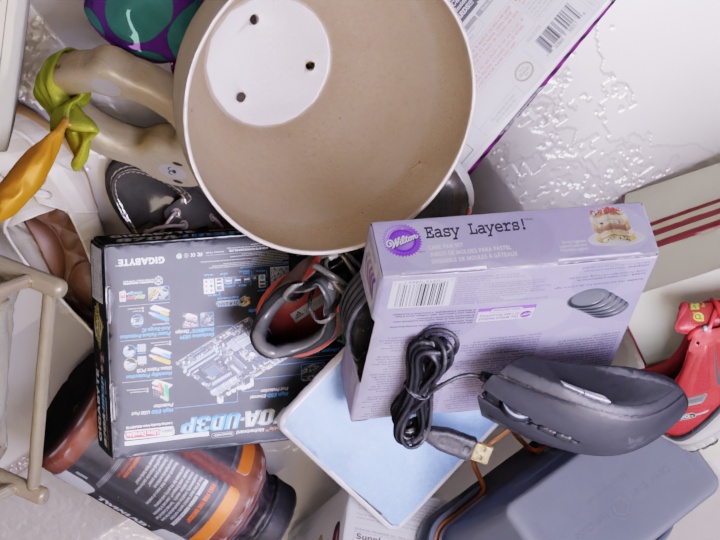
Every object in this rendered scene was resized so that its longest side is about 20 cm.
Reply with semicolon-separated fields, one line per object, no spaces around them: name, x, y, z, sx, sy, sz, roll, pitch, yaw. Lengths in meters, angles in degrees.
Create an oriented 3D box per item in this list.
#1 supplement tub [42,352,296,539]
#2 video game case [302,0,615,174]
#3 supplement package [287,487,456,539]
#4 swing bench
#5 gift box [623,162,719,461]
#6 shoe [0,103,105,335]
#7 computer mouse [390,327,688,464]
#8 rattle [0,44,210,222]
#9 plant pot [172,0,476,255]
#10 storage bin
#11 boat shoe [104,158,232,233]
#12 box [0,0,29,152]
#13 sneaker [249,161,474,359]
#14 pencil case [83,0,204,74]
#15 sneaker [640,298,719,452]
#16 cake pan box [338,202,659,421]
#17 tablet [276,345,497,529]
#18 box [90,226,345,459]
supplement tub;-0.149;0.154;1.463;0.200;0.107;0.107;34;111;-19
video game case;0.049;-0.173;1.304;0.181;0.036;0.200;41;110;5
supplement package;0.030;0.255;1.472;0.155;0.111;0.200;14;156;-12
swing bench;-0.333;0.067;1.374;0.130;0.200;0.200;-21;132;-44
gift box;0.304;0.002;1.381;0.186;0.200;0.185;-18;122;22
shoe;-0.227;-0.034;1.385;0.070;0.053;0.201;-21;118;9
computer mouse;0.116;0.109;1.274;0.199;0.046;0.141;12;144;-8
rattle;-0.148;-0.060;1.309;0.130;0.143;0.200;-21;138;29
plant pot;-0.040;-0.127;1.237;0.199;0.134;0.201;-8;112;-20
storage bin;0.155;0.171;1.358;0.200;0.134;0.146;-32;83;-27
boat shoe;-0.118;-0.009;1.406;0.067;0.057;0.200;-35;115;14
box;-0.287;-0.198;1.262;0.127;0.109;0.201;8;117;-10
sneaker;0.000;0.000;1.296;0.077;0.082;0.200;45;108;0
pencil case;-0.107;-0.237;1.269;0.092;0.085;0.200;38;112;7
sneaker;0.256;0.044;1.261;0.085;0.077;0.200;37;121;-7
cake pan box;0.086;0.032;1.273;0.199;0.052;0.185;-6;144;-11
tablet;0.049;0.081;1.363;0.130;0.014;0.200;44;89;-17
box;-0.096;0.049;1.377;0.199;0.046;0.160;-5;101;-19
